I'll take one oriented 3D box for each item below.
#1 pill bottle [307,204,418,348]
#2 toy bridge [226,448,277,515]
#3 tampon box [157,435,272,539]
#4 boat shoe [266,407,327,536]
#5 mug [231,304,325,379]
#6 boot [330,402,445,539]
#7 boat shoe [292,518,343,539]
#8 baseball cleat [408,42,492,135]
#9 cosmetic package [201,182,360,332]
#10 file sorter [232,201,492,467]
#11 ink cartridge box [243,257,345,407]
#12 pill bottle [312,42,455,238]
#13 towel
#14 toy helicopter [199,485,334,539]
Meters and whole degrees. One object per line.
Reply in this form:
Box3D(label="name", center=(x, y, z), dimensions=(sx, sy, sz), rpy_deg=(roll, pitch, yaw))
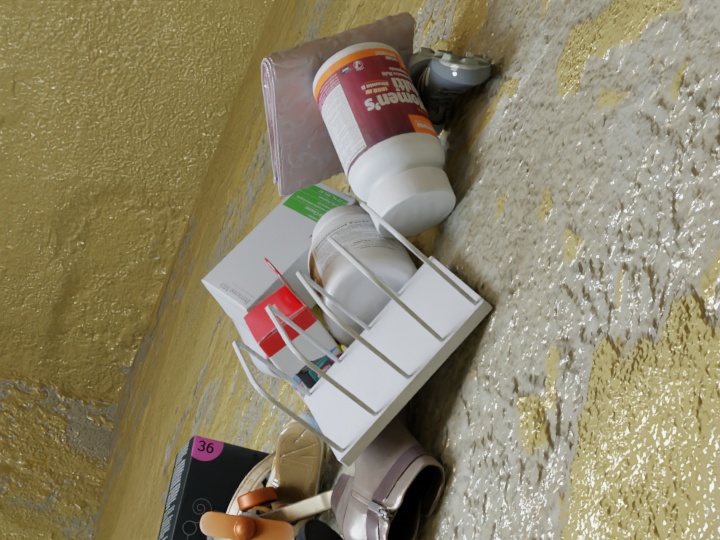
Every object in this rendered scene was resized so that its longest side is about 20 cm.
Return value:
Box3D(label="pill bottle", center=(0.000, 0.000, 1.136), dimensions=(0.200, 0.114, 0.114), rpy_deg=(-113, 43, -65))
Box3D(label="toy bridge", center=(-0.130, 0.280, 1.251), dimensions=(0.200, 0.027, 0.067), rpy_deg=(-55, -29, -30))
Box3D(label="tampon box", center=(-0.181, 0.340, 1.318), dimensions=(0.126, 0.150, 0.200), rpy_deg=(135, 147, -59))
Box3D(label="boat shoe", center=(-0.076, 0.255, 1.225), dimensions=(0.069, 0.074, 0.200), rpy_deg=(-56, -15, -60))
Box3D(label="mug", center=(-0.097, 0.053, 1.356), dimensions=(0.153, 0.149, 0.187), rpy_deg=(-112, 35, -53))
Box3D(label="boot", center=(0.034, 0.177, 0.962), dimensions=(0.146, 0.070, 0.200), rpy_deg=(2, 74, 65))
Box3D(label="boat shoe", center=(-0.014, 0.293, 0.968), dimensions=(0.201, 0.074, 0.063), rpy_deg=(-140, 63, -65))
Box3D(label="baseball cleat", center=(0.098, -0.200, 1.134), dimensions=(0.200, 0.070, 0.107), rpy_deg=(-119, 35, -74))
Box3D(label="cosmetic package", center=(-0.088, -0.013, 1.278), dimensions=(0.108, 0.085, 0.200), rpy_deg=(27, 66, 42))
Box3D(label="file sorter", center=(-0.005, 0.051, 0.957), dimensions=(0.200, 0.125, 0.139), rpy_deg=(-48, 25, 2))
Box3D(label="ink cartridge box", center=(-0.061, 0.089, 1.098), dimensions=(0.067, 0.200, 0.116), rpy_deg=(-38, 17, -5))
Box3D(label="pill bottle", center=(0.027, -0.143, 1.103), dimensions=(0.110, 0.109, 0.200), rpy_deg=(-53, 51, 48))
Box3D(label="towel", center=(-0.024, -0.201, 1.207), dimensions=(0.032, 0.200, 0.191), rpy_deg=(45, 148, 37))
Box3D(label="toy helicopter", center=(-0.083, 0.268, 1.103), dimensions=(0.200, 0.132, 0.079), rpy_deg=(-26, 72, 29))
